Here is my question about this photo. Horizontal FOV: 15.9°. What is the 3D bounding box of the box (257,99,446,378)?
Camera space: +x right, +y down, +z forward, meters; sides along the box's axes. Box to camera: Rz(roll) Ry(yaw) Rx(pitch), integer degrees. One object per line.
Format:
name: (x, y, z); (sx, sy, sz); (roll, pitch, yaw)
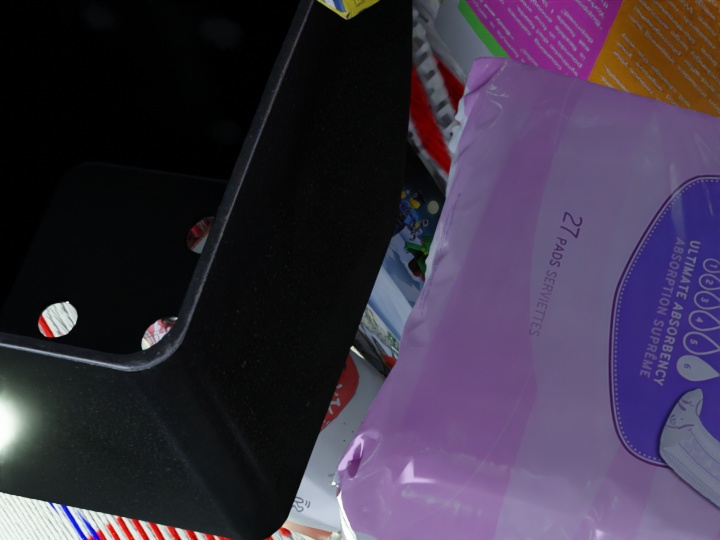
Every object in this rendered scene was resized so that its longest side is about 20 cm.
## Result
box: (0.000, 0.000, 0.974); (0.200, 0.038, 0.136); (55, 160, -22)

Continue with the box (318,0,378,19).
box: (-0.039, -0.142, 0.687); (0.200, 0.064, 0.070); (38, 156, 48)

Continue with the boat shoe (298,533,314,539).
boat shoe: (-0.045, 0.060, 1.141); (0.203, 0.075, 0.075); (56, 166, -23)

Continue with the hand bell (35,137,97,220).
hand bell: (-0.191, -0.096, 0.944); (0.200, 0.104, 0.104); (39, 164, -17)

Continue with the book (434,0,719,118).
book: (0.084, -0.070, 0.649); (0.134, 0.048, 0.200); (46, 160, 11)

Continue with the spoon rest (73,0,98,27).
spoon rest: (-0.097, -0.146, 0.858); (0.099, 0.061, 0.200); (32, 157, 43)

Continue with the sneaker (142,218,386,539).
sneaker: (-0.053, 0.025, 0.970); (0.201, 0.067, 0.108); (34, 162, 41)

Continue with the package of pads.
package of pads: (0.102, 0.035, 0.593); (0.199, 0.121, 0.076); (17, 154, 6)

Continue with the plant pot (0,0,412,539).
plant pot: (-0.088, -0.025, 0.802); (0.199, 0.201, 0.178); (8, 151, 22)
